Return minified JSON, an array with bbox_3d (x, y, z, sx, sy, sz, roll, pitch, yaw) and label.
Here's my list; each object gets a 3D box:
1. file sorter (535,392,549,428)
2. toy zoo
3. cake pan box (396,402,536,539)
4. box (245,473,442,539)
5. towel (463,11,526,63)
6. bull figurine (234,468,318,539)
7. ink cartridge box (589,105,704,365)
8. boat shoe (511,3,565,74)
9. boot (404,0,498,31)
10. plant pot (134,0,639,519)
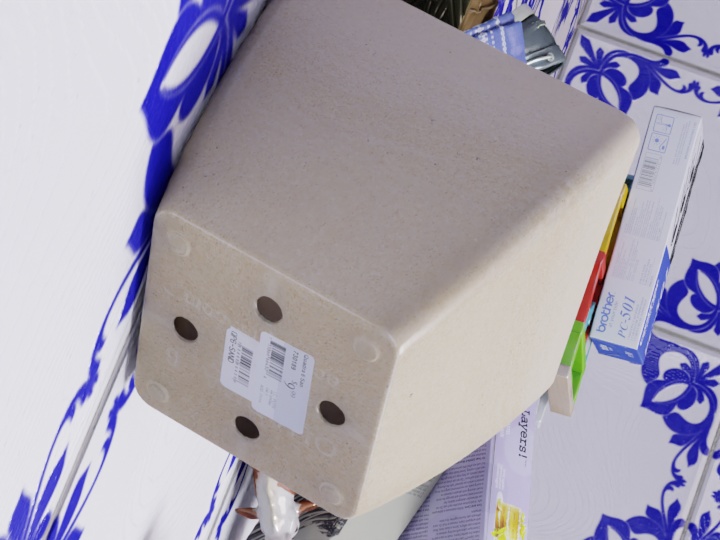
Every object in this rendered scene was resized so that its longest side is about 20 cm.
[{"bbox_3d":[0.084,0.018,1.615,0.125,0.199,0.139,90,21,-59],"label":"file sorter"},{"bbox_3d":[0.192,0.010,1.570,0.131,0.020,0.201,67,40,-71],"label":"toy zoo"},{"bbox_3d":[0.056,0.149,1.523,0.199,0.052,0.185,-20,-125,47],"label":"cake pan box"},{"bbox_3d":[-0.025,0.202,1.489,0.068,0.082,0.201,23,104,-42],"label":"box"},{"bbox_3d":[0.052,-0.081,1.270,0.200,0.024,0.146,-27,113,-43],"label":"towel"},{"bbox_3d":[-0.043,0.111,1.419,0.121,0.065,0.201,80,30,-76],"label":"bull figurine"},{"bbox_3d":[0.241,-0.028,1.589,0.094,0.044,0.201,44,62,-74],"label":"ink cartridge box"},{"bbox_3d":[0.083,-0.128,1.505,0.200,0.062,0.073,-44,177,-15],"label":"boat shoe"},{"bbox_3d":[0.084,-0.238,1.462,0.176,0.066,0.200,-59,175,12],"label":"boot"},{"bbox_3d":[-0.007,0.000,0.953,0.177,0.199,0.200,-46,159,-42],"label":"plant pot"}]
